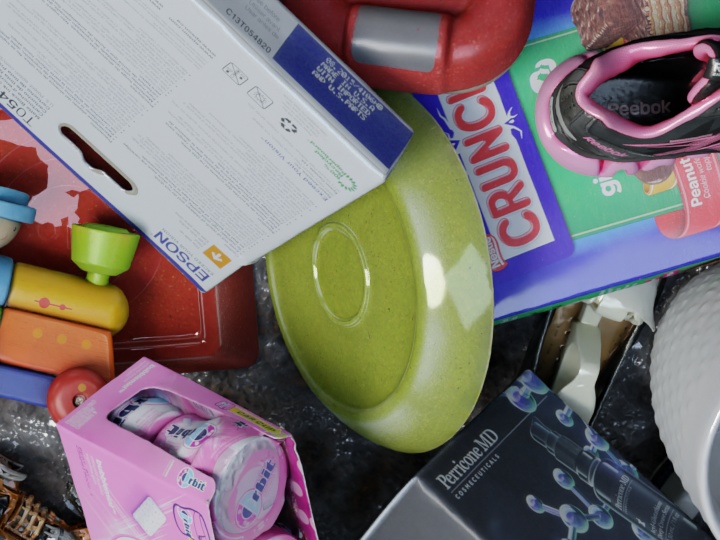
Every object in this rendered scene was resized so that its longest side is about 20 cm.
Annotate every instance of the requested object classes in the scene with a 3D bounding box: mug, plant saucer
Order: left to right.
[{"bbox_3d":[-0.161,-0.027,1.175,0.197,0.037,0.202,-4,108,-2],"label":"plant saucer"},{"bbox_3d":[0.000,0.000,1.112,0.031,0.199,0.202,-10,112,-32],"label":"plant saucer"},{"bbox_3d":[0.256,0.070,1.154,0.198,0.176,0.149,6,109,-10],"label":"mug"}]

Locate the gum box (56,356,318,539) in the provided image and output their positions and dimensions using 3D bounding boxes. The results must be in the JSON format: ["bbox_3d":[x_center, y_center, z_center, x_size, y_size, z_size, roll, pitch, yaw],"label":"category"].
[{"bbox_3d":[-0.079,0.148,1.091,0.066,0.113,0.201,-38,133,-33],"label":"gum box"}]

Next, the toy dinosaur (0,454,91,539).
[{"bbox_3d":[-0.192,0.202,1.224,0.135,0.102,0.201,-35,85,-8],"label":"toy dinosaur"}]

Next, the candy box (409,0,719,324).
[{"bbox_3d":[0.116,-0.071,1.123,0.198,0.077,0.171,-16,84,3],"label":"candy box"}]

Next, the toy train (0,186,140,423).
[{"bbox_3d":[-0.143,0.027,1.142,0.198,0.085,0.117,14,91,-12],"label":"toy train"}]

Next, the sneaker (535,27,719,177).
[{"bbox_3d":[0.187,-0.092,1.036,0.198,0.095,0.080,-11,81,-1],"label":"sneaker"}]

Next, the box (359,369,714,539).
[{"bbox_3d":[0.106,0.178,1.125,0.200,0.148,0.107,42,124,8],"label":"box"}]

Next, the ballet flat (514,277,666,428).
[{"bbox_3d":[0.135,0.031,1.192,0.067,0.068,0.202,14,107,-9],"label":"ballet flat"}]

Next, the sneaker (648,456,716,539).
[{"bbox_3d":[0.182,0.208,1.251,0.111,0.073,0.201,36,103,-13],"label":"sneaker"}]

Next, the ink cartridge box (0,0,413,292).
[{"bbox_3d":[-0.097,-0.092,1.072,0.199,0.041,0.200,43,146,-13],"label":"ink cartridge box"}]

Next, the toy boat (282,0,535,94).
[{"bbox_3d":[0.029,-0.196,1.049,0.129,0.131,0.202,7,73,6],"label":"toy boat"}]
